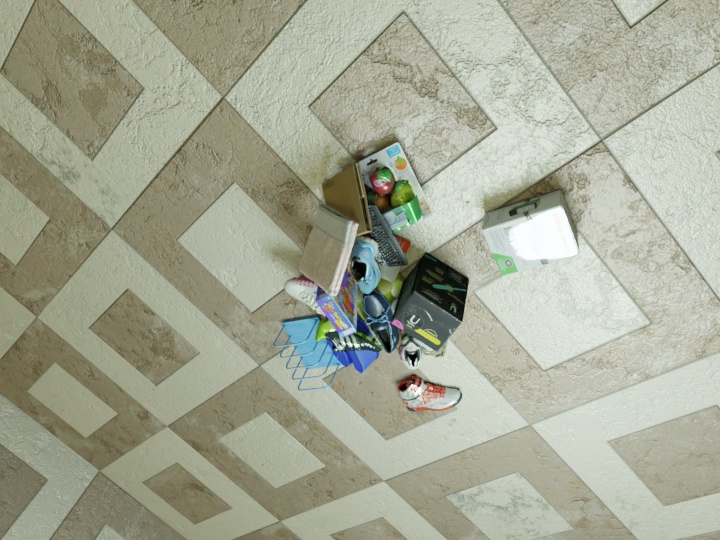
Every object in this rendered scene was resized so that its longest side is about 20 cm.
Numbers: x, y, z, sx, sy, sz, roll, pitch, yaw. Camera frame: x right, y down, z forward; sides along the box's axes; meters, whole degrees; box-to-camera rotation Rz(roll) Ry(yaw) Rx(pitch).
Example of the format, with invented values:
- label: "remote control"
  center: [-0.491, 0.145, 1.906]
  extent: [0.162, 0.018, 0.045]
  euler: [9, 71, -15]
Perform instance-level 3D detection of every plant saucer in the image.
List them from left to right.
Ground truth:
- label: "plant saucer"
  center: [0.070, 0.118, 1.751]
  extent: [0.198, 0.048, 0.201]
  euler: [-20, 115, 30]

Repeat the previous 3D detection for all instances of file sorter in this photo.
- label: "file sorter"
  center: [-0.168, 0.266, 1.894]
  extent: [0.137, 0.123, 0.202]
  euler: [-11, 120, 25]

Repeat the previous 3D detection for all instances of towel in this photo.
- label: "towel"
  center: [-0.086, -0.057, 1.504]
  extent: [0.032, 0.199, 0.194]
  euler: [11, 102, -32]

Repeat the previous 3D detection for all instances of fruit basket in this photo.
- label: "fruit basket"
  center: [0.064, -0.194, 1.504]
  extent: [0.183, 0.094, 0.202]
  euler: [-20, 113, 30]

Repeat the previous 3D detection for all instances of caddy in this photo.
- label: "caddy"
  center: [-0.020, 0.211, 1.809]
  extent: [0.140, 0.105, 0.202]
  euler: [15, 139, 43]

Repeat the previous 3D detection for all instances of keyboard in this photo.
- label: "keyboard"
  center: [0.036, -0.088, 1.530]
  extent: [0.126, 0.021, 0.201]
  euler: [1, 131, 48]

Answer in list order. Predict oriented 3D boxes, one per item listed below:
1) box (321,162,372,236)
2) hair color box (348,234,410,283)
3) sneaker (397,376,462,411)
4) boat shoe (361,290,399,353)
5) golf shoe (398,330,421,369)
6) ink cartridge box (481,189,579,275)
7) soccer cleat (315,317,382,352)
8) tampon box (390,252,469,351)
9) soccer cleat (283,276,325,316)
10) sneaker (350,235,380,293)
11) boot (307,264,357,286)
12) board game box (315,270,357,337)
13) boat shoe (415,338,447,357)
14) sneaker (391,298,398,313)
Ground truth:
- label: "box"
  center: [-0.037, -0.162, 1.495]
  extent: [0.199, 0.021, 0.167]
  euler: [-13, 89, 63]
- label: "hair color box"
  center: [0.025, -0.059, 1.631]
  extent: [0.197, 0.064, 0.112]
  euler: [23, 129, 4]
- label: "sneaker"
  center: [0.212, 0.383, 1.877]
  extent: [0.199, 0.068, 0.109]
  euler: [-15, 121, 31]
- label: "boat shoe"
  center: [0.064, 0.148, 1.699]
  extent: [0.083, 0.069, 0.201]
  euler: [-18, 117, 29]
- label: "golf shoe"
  center: [0.147, 0.252, 1.767]
  extent: [0.071, 0.093, 0.201]
  euler: [-3, 145, 7]
- label: "ink cartridge box"
  center: [0.417, -0.090, 1.457]
  extent: [0.197, 0.084, 0.147]
  euler: [-16, 118, 28]
- label: "soccer cleat"
  center: [-0.034, 0.200, 1.685]
  extent: [0.197, 0.067, 0.082]
  euler: [23, 90, -12]
- label: "tampon box"
  center: [0.186, 0.081, 1.580]
  extent: [0.149, 0.201, 0.127]
  euler: [32, 124, -4]
- label: "soccer cleat"
  center: [-0.123, 0.080, 1.679]
  extent: [0.197, 0.087, 0.070]
  euler: [17, 134, -9]
- label: "sneaker"
  center: [0.000, 0.000, 1.570]
  extent: [0.077, 0.091, 0.202]
  euler: [16, 146, 19]
- label: "boot"
  center: [-0.078, 0.028, 1.734]
  extent: [0.153, 0.077, 0.203]
  euler: [16, 121, 3]
- label: "board game box"
  center: [-0.060, 0.061, 1.584]
  extent: [0.044, 0.201, 0.135]
  euler: [-24, 120, 17]
- label: "boat shoe"
  center: [0.205, 0.204, 1.677]
  extent: [0.074, 0.070, 0.199]
  euler: [-10, 164, 25]
- label: "sneaker"
  center: [0.181, 0.141, 1.679]
  extent: [0.197, 0.080, 0.071]
  euler: [17, 108, -20]
